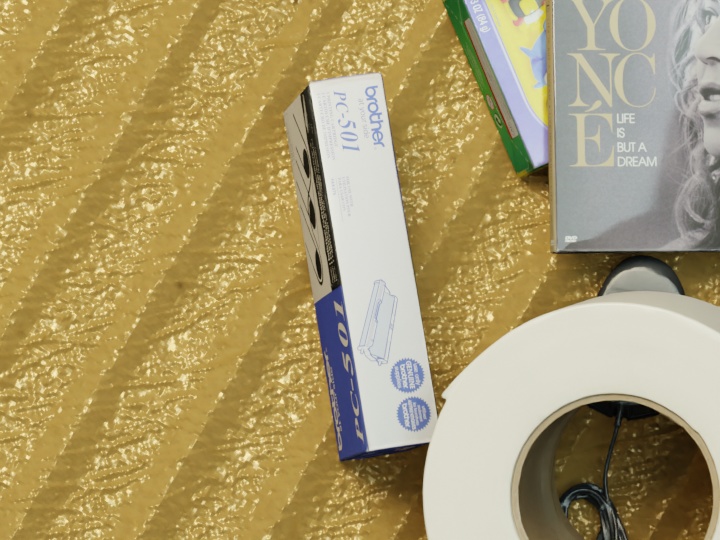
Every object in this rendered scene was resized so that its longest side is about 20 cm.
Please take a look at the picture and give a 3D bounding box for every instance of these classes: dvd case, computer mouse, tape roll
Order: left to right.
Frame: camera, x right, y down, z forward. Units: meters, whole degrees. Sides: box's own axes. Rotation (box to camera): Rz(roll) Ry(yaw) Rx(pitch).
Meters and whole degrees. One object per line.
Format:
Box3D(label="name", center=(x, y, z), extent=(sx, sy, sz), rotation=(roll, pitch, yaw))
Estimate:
Box3D(label="computer mouse", center=(0.145, 0.091, 1.675), extent=(0.059, 0.034, 0.200), rotation=(12, 88, 6))
Box3D(label="tape roll", center=(0.143, 0.113, 1.581), extent=(0.202, 0.139, 0.203), rotation=(0, 92, 13))
Box3D(label="dvd case", center=(0.177, -0.110, 1.663), extent=(0.148, 0.016, 0.200), rotation=(0, 87, -11))

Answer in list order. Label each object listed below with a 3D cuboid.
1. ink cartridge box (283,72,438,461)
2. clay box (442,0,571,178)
Box3D(label="ink cartridge box", center=(0.000, 0.000, 1.625), extent=(0.044, 0.094, 0.200), rotation=(-8, 85, -11))
Box3D(label="clay box", center=(0.160, -0.143, 1.695), extent=(0.200, 0.048, 0.115), rotation=(-23, 89, -11))
